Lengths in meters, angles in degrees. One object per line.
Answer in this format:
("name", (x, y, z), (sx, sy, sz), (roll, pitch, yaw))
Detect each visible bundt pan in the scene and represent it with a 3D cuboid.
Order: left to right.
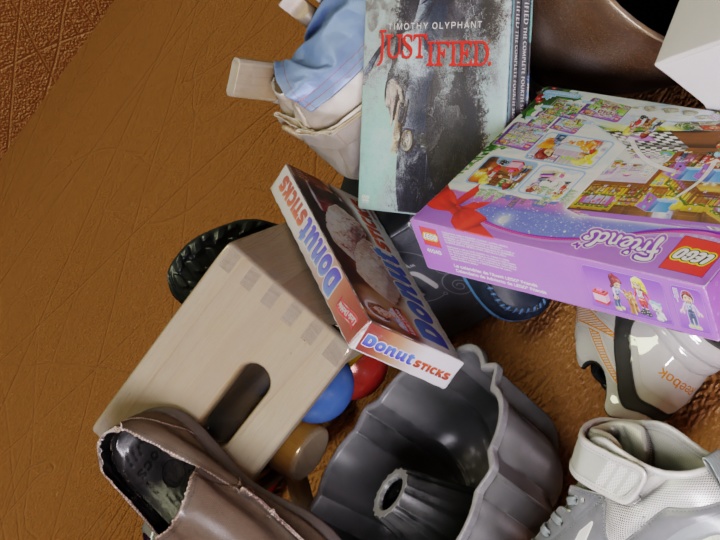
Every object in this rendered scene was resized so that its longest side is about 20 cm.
("bundt pan", (0.046, 0.147, 1.021), (0.202, 0.076, 0.202), (-47, 23, 27))

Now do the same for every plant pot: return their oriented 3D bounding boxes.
("plant pot", (0.173, -0.188, 1.105), (0.187, 0.187, 0.200), (-66, 10, -21))

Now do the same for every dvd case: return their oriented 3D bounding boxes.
("dvd case", (0.052, -0.133, 1.085), (0.146, 0.022, 0.200), (10, 99, 52))

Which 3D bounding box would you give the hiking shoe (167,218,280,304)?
("hiking shoe", (-0.058, 0.004, 1.268), (0.087, 0.200, 0.074), (-34, 70, 53))

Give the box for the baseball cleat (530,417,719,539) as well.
("baseball cleat", (0.115, 0.130, 0.864), (0.070, 0.107, 0.200), (-17, -4, -46))

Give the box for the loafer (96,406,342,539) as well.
("loafer", (-0.084, 0.152, 0.985), (0.200, 0.071, 0.073), (34, 104, 30))

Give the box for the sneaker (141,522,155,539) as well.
("sneaker", (-0.129, 0.243, 1.305), (0.200, 0.074, 0.088), (174, 112, -75))

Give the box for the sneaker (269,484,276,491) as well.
("sneaker", (-0.053, 0.101, 1.308), (0.200, 0.077, 0.085), (-58, 27, 0))

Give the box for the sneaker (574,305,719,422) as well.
("sneaker", (0.145, 0.018, 0.991), (0.080, 0.074, 0.200), (-53, 21, 17))

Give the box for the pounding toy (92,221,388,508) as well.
("pounding toy", (-0.056, 0.088, 1.130), (0.200, 0.142, 0.184), (-53, -9, 18))

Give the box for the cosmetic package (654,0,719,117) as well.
("cosmetic package", (0.256, -0.175, 0.968), (0.085, 0.108, 0.200), (-15, 48, 58))

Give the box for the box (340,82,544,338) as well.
("box", (0.059, -0.062, 1.240), (0.122, 0.106, 0.200), (-33, 33, 47))

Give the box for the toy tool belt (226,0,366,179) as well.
("toy tool belt", (0.007, -0.173, 1.192), (0.200, 0.123, 0.125), (-53, 25, 5))

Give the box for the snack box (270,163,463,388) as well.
("snack box", (0.000, 0.000, 1.078), (0.024, 0.072, 0.200), (-54, 31, 17))

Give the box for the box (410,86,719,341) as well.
("box", (0.145, -0.037, 0.948), (0.200, 0.039, 0.137), (15, 48, 43))

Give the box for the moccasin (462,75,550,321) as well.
("moccasin", (0.086, -0.067, 1.117), (0.068, 0.080, 0.200), (148, 110, -73))
